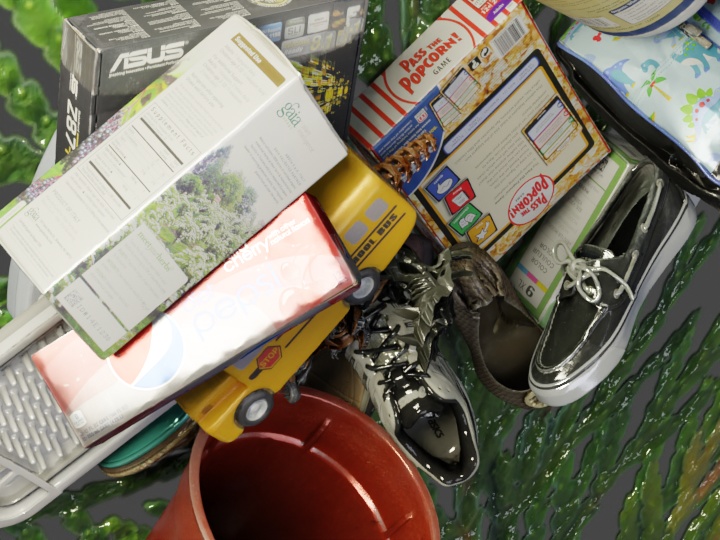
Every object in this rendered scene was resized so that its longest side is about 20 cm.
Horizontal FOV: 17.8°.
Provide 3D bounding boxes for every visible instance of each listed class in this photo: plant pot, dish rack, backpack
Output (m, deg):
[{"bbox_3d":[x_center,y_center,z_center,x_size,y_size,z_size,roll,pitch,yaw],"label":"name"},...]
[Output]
[{"bbox_3d":[-0.075,0.219,1.668,0.200,0.202,0.195,-6,150,-39],"label":"plant pot"},{"bbox_3d":[-0.213,0.082,1.527,0.199,0.044,0.172,-37,147,8],"label":"dish rack"},{"bbox_3d":[0.255,-0.136,1.671,0.147,0.200,0.183,-50,157,4],"label":"backpack"}]

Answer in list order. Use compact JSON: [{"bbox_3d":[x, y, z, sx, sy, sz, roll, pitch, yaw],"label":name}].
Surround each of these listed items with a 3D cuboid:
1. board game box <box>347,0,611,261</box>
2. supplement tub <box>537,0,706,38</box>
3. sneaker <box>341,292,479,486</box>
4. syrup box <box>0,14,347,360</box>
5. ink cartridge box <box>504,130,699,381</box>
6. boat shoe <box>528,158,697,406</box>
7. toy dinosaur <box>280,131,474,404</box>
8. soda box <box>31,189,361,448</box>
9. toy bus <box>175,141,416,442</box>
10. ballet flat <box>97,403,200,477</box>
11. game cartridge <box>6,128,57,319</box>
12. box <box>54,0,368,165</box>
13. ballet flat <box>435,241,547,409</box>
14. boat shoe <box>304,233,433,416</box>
[{"bbox_3d":[0.086,-0.098,1.675,0.151,0.046,0.200,-44,141,-4],"label":"board game box"},{"bbox_3d":[0.142,-0.246,1.521,0.199,0.144,0.145,17,110,-49],"label":"supplement tub"},{"bbox_3d":[0.031,0.066,1.636,0.075,0.088,0.201,-33,113,5],"label":"sneaker"},{"bbox_3d":[-0.113,-0.050,1.378,0.200,0.081,0.079,-41,139,-5],"label":"syrup box"},{"bbox_3d":[0.180,-0.007,1.828,0.103,0.059,0.201,10,116,-44],"label":"ink cartridge box"},{"bbox_3d":[0.179,0.006,1.720,0.200,0.073,0.068,-52,129,-12],"label":"boat shoe"},{"bbox_3d":[0.000,0.000,1.565,0.201,0.135,0.102,-65,169,10],"label":"toy dinosaur"},{"bbox_3d":[-0.099,0.030,1.426,0.199,0.070,0.063,-31,176,3],"label":"soda box"},{"bbox_3d":[-0.053,0.013,1.500,0.200,0.065,0.078,-48,143,4],"label":"toy bus"},{"bbox_3d":[-0.108,0.072,1.628,0.200,0.071,0.065,-50,144,6],"label":"ballet flat"},{"bbox_3d":[-0.154,-0.048,1.510,0.132,0.041,0.201,5,119,-40],"label":"game cartridge"},{"bbox_3d":[-0.096,-0.098,1.454,0.199,0.049,0.162,-15,130,-32],"label":"box"},{"bbox_3d":[0.112,0.051,1.745,0.067,0.046,0.200,-37,136,-4],"label":"ballet flat"},{"bbox_3d":[0.009,0.061,1.724,0.064,0.072,0.201,-2,118,-35],"label":"boat shoe"}]
